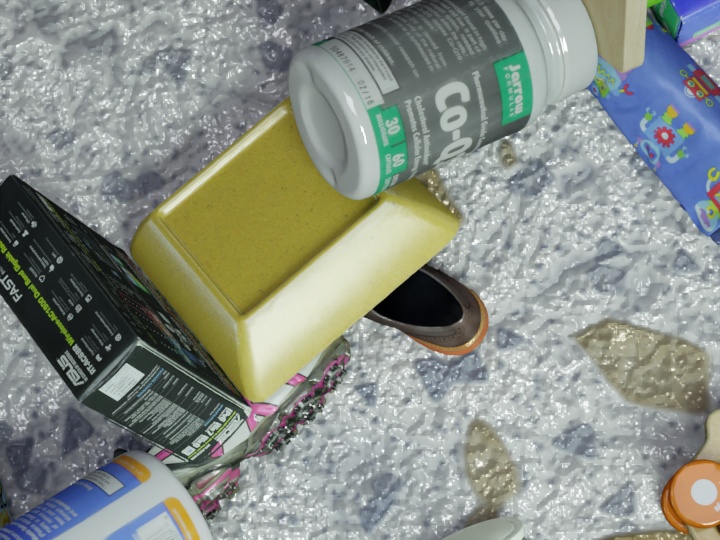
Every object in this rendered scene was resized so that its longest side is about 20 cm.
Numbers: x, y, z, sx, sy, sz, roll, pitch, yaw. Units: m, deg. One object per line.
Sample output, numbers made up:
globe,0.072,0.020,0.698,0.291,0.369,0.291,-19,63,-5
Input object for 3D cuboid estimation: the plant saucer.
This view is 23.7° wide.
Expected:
plant saucer,-0.061,-0.035,1.259,0.200,0.048,0.200,-40,52,-5

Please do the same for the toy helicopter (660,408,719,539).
toy helicopter,0.309,0.127,1.209,0.132,0.079,0.200,31,81,11

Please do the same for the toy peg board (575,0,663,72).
toy peg board,0.168,-0.282,1.197,0.098,0.200,0.199,-24,48,-17

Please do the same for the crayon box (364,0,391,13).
crayon box,-0.022,-0.314,1.349,0.200,0.052,0.126,39,86,13

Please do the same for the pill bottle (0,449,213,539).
pill bottle,-0.206,0.216,1.160,0.200,0.112,0.112,-31,75,-29

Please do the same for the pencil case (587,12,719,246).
pencil case,0.230,-0.112,1.264,0.078,0.087,0.200,-28,73,-43

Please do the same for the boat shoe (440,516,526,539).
boat shoe,0.041,0.251,1.226,0.201,0.072,0.060,-33,102,-9

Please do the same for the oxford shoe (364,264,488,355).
oxford shoe,0.000,0.000,1.273,0.200,0.073,0.071,20,84,15

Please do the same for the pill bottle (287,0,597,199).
pill bottle,0.059,-0.136,1.205,0.200,0.113,0.113,-25,76,-19

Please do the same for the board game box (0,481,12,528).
board game box,-0.310,0.220,1.258,0.105,0.103,0.200,-20,78,3

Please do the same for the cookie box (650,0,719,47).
cookie box,0.268,-0.297,1.294,0.171,0.075,0.200,-26,77,3

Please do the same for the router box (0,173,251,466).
router box,-0.183,0.036,1.220,0.062,0.150,0.200,-46,54,4

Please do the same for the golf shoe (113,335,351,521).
golf shoe,-0.096,0.105,1.268,0.200,0.073,0.092,-42,75,-1
